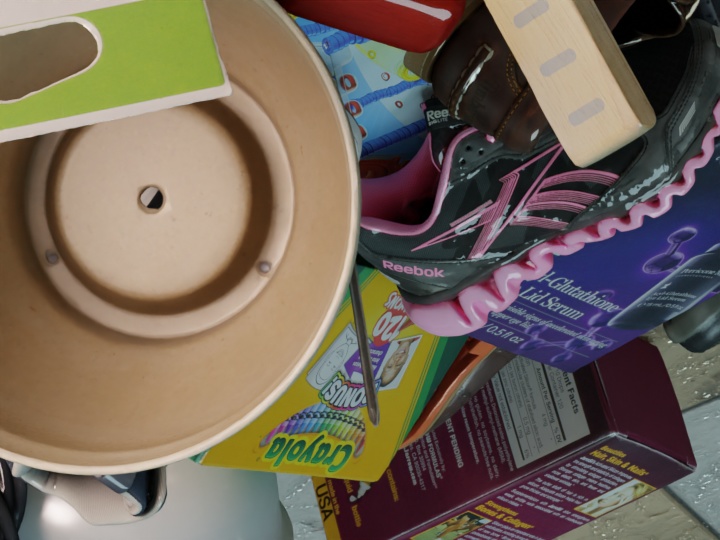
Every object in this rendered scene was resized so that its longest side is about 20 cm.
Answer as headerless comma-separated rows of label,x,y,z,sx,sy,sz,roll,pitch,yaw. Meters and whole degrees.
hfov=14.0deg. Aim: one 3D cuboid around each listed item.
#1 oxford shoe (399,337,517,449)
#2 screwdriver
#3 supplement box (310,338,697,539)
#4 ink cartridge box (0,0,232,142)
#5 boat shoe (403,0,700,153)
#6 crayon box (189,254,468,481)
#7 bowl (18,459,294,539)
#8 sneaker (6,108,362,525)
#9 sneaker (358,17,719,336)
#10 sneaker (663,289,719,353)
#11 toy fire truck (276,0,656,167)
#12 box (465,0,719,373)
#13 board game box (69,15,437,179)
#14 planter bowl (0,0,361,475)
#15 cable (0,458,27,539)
oxford shoe,0.057,0.044,1.608,0.072,0.071,0.200,-5,154,-37
screwdriver,0.000,0.000,1.339,0.029,0.200,0.028,0,132,-15
supplement box,0.082,0.111,1.736,0.200,0.086,0.110,-28,152,23
ink cartridge box,-0.137,-0.114,1.010,0.147,0.201,0.076,-12,155,-9
boat shoe,0.104,-0.118,1.201,0.200,0.070,0.070,-43,163,-29
crayon box,-0.024,0.038,1.460,0.119,0.058,0.200,-58,155,9
bowl,-0.128,0.096,1.512,0.200,0.201,0.091,-4,116,-24
sneaker,-0.076,0.022,1.241,0.077,0.146,0.202,37,122,-26
sneaker,0.074,-0.053,1.296,0.200,0.079,0.095,-37,123,21
sneaker,0.246,0.015,1.528,0.199,0.114,0.076,-28,173,-43
toy fire truck,0.035,-0.126,1.055,0.128,0.201,0.176,17,145,-14
box,0.127,-0.049,1.416,0.200,0.105,0.148,-30,151,28
board game box,-0.017,-0.102,1.278,0.195,0.056,0.200,-20,155,7
planter bowl,-0.089,-0.027,1.131,0.200,0.201,0.135,-20,179,9
cable,-0.240,0.119,1.471,0.200,0.164,0.051,-39,143,24
